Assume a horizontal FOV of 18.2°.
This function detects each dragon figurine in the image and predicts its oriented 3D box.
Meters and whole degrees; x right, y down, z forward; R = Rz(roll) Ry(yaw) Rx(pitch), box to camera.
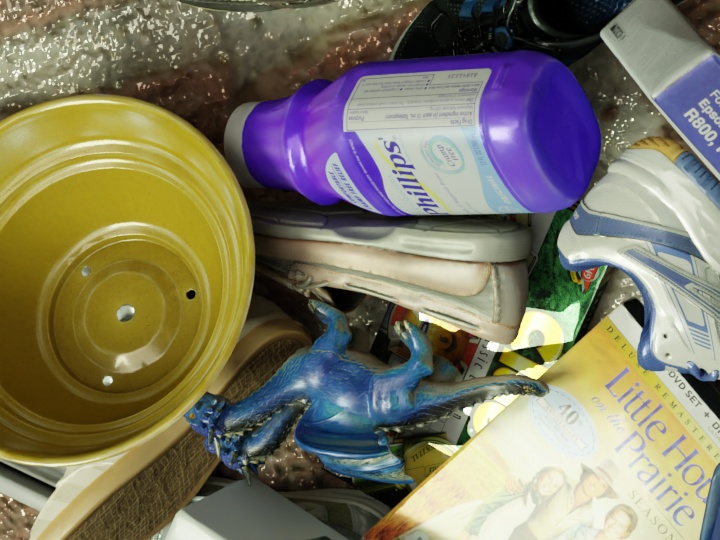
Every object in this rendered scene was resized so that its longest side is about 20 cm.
[{"bbox_3d":[0.002,0.077,1.176,0.200,0.059,0.100,15,74,24],"label":"dragon figurine"}]

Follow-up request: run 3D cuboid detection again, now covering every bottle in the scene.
[{"bbox_3d":[0.020,-0.067,1.144,0.200,0.065,0.084,0,142,36],"label":"bottle"}]

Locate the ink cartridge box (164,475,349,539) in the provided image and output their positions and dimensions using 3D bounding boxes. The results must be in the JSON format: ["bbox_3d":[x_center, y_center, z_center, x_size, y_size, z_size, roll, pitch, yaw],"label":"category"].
[{"bbox_3d":[-0.026,0.224,1.177,0.200,0.083,0.146,31,111,19],"label":"ink cartridge box"}]

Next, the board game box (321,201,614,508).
[{"bbox_3d":[0.060,0.044,1.214,0.105,0.023,0.200,26,109,15],"label":"board game box"}]

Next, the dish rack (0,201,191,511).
[{"bbox_3d":[-0.183,0.031,1.303,0.172,0.044,0.200,23,106,17],"label":"dish rack"}]

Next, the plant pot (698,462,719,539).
[{"bbox_3d":[0.237,0.168,0.994,0.200,0.180,0.200,14,70,0],"label":"plant pot"}]

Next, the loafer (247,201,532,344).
[{"bbox_3d":[0.000,0.000,1.189,0.200,0.072,0.063,6,102,36],"label":"loafer"}]

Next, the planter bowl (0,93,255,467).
[{"bbox_3d":[-0.138,0.013,1.197,0.200,0.083,0.201,-5,73,16],"label":"planter bowl"}]

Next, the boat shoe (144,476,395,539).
[{"bbox_3d":[-0.074,0.159,1.268,0.202,0.065,0.075,-1,99,23],"label":"boat shoe"}]

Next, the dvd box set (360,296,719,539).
[{"bbox_3d":[0.115,0.132,1.161,0.200,0.029,0.146,-43,79,22],"label":"dvd box set"}]

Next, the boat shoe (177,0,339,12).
[{"bbox_3d":[-0.027,-0.175,1.187,0.201,0.066,0.072,-3,98,23],"label":"boat shoe"}]

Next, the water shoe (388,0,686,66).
[{"bbox_3d":[0.085,-0.132,1.140,0.200,0.079,0.072,-30,87,25],"label":"water shoe"}]

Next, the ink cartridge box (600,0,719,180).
[{"bbox_3d":[0.198,-0.031,1.012,0.041,0.200,0.200,-43,104,9],"label":"ink cartridge box"}]

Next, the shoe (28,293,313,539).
[{"bbox_3d":[-0.112,0.091,1.247,0.200,0.070,0.053,-43,57,-3],"label":"shoe"}]

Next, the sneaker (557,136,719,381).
[{"bbox_3d":[0.181,0.031,1.098,0.088,0.075,0.200,-44,81,0],"label":"sneaker"}]
